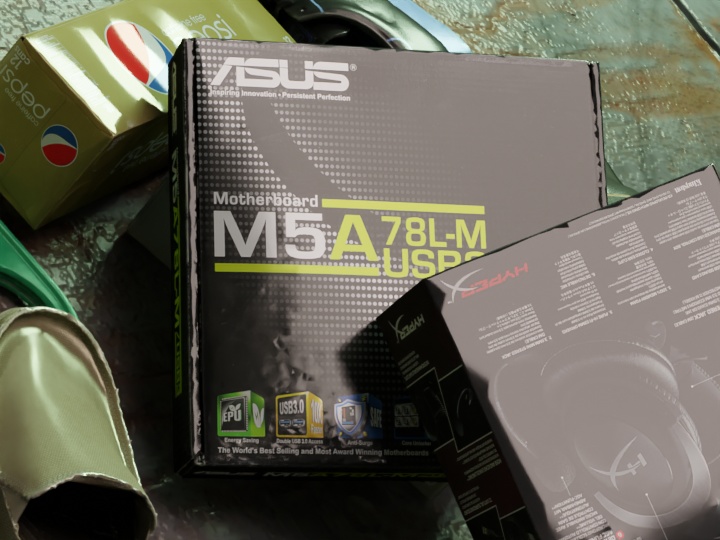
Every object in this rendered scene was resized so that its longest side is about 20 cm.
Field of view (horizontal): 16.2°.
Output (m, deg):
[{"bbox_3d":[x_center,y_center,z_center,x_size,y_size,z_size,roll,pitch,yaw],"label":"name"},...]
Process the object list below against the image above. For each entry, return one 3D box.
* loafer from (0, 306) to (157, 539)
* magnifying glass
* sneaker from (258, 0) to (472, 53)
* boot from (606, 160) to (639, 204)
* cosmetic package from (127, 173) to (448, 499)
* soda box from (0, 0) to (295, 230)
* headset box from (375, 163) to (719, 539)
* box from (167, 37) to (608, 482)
[{"bbox_3d":[-0.116,0.092,0.998,0.075,0.068,0.201,20,45,-34],"label":"loafer"},{"bbox_3d":[-0.178,-0.019,1.117,0.079,0.022,0.201,5,50,-42],"label":"magnifying glass"},{"bbox_3d":[-0.033,-0.137,1.317,0.200,0.070,0.078,33,27,20],"label":"sneaker"},{"bbox_3d":[0.061,-0.047,1.359,0.199,0.078,0.138,17,23,-23],"label":"boot"},{"bbox_3d":[0.000,0.000,1.212,0.200,0.090,0.107,43,36,-4],"label":"cosmetic package"},{"bbox_3d":[-0.108,-0.086,1.200,0.064,0.068,0.200,47,29,6],"label":"soda box"},{"bbox_3d":[0.118,0.077,1.073,0.148,0.077,0.201,-22,84,-20],"label":"headset box"},{"bbox_3d":[0.014,-0.003,1.128,0.199,0.048,0.194,3,77,-15],"label":"box"}]
